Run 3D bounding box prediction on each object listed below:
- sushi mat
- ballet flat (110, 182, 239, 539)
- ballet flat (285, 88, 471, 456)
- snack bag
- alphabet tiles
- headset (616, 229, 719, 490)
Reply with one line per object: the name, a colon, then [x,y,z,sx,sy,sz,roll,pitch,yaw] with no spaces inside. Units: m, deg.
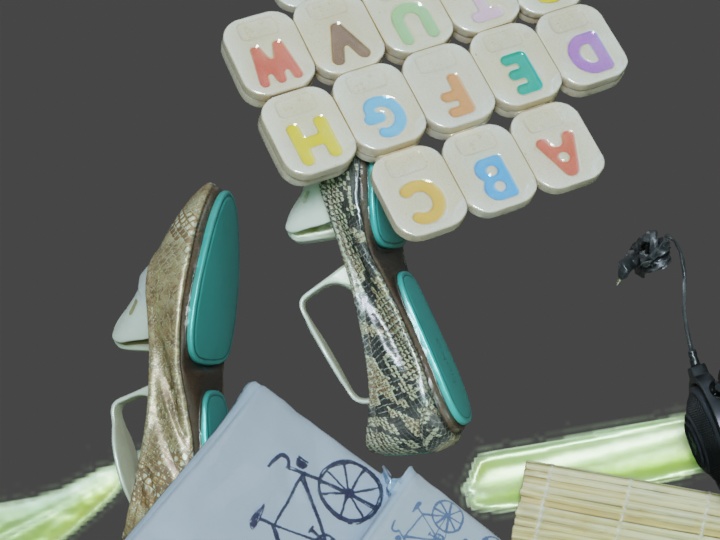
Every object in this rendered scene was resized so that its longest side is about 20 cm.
sushi mat: [0.174,0.162,0.877,0.198,0.012,0.097,10,83,4]
ballet flat: [-0.100,0.054,0.884,0.065,0.070,0.202,-2,78,17]
ballet flat: [0.000,0.000,0.888,0.075,0.068,0.202,-15,84,17]
snack bag: [-0.016,0.156,0.811,0.199,0.021,0.189,37,45,4]
alphabet tiles: [0.034,-0.113,0.881,0.199,0.015,0.197,-18,66,-18]
headset: [0.210,0.055,0.849,0.200,0.094,0.124,43,86,6]
